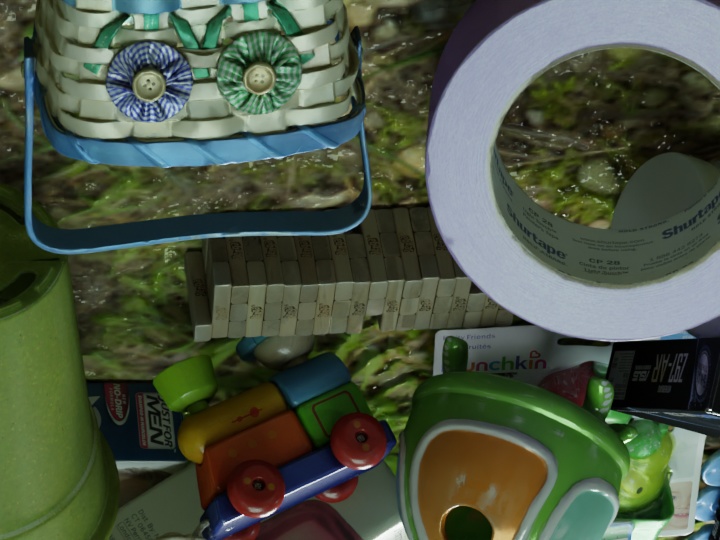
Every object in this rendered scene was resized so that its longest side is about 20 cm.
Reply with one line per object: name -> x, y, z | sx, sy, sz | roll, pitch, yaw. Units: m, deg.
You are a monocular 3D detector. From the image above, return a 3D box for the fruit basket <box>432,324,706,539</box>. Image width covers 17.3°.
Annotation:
fruit basket -> 0.136, 0.112, 1.524 | 0.183, 0.094, 0.201 | -1, 138, -3

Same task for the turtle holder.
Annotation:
turtle holder -> 0.082, 0.134, 1.416 | 0.140, 0.133, 0.186 | 21, 161, -6

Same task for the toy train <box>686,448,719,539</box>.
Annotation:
toy train -> 0.298, 0.179, 1.673 | 0.113, 0.087, 0.201 | -13, 144, -10

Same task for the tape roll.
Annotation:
tape roll -> 0.133, -0.066, 1.219 | 0.198, 0.066, 0.202 | 1, 118, 3

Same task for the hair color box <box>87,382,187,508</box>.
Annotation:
hair color box -> -0.215, 0.121, 1.483 | 0.198, 0.061, 0.100 | 1, 145, -15

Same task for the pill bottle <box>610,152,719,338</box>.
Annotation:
pill bottle -> 0.244, -0.003, 1.369 | 0.199, 0.113, 0.112 | 17, 138, -32

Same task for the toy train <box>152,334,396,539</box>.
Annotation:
toy train -> -0.089, 0.103, 1.385 | 0.199, 0.116, 0.085 | -23, 166, -23

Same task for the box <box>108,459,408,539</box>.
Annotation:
box -> -0.071, 0.184, 1.490 | 0.199, 0.109, 0.128 | -31, 156, -13

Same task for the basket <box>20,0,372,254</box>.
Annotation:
basket -> -0.083, -0.093, 1.139 | 0.175, 0.140, 0.201 | -7, 136, -6

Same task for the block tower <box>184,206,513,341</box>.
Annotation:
block tower -> 0.000, 0.000, 1.367 | 0.198, 0.054, 0.058 | -4, 144, -9

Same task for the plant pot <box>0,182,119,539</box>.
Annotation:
plant pot -> -0.225, 0.056, 1.302 | 0.198, 0.201, 0.191 | 0, 133, -13

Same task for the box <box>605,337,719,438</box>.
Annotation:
box -> 0.245, 0.079, 1.377 | 0.159, 0.044, 0.200 | 16, 175, -11
